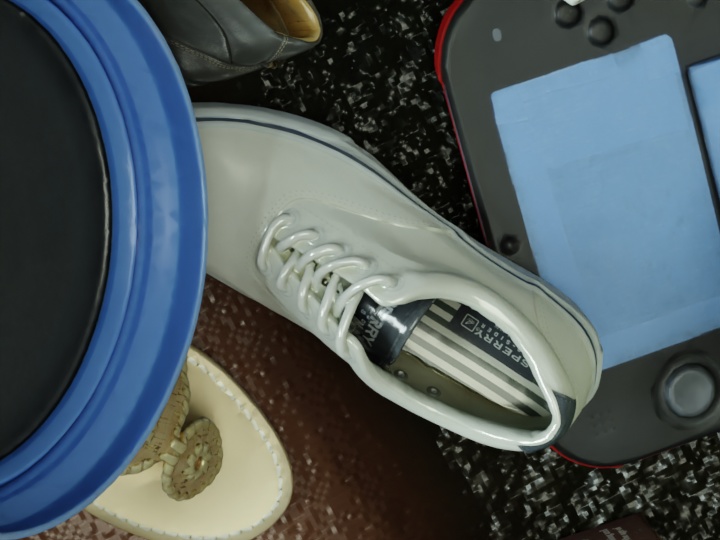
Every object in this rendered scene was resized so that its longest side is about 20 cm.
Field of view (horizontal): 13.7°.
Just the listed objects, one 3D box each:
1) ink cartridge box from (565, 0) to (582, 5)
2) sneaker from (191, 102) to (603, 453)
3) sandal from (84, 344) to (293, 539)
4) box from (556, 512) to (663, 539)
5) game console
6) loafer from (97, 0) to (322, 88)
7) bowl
[{"bbox_3d":[0.047,-0.203,1.047,0.083,0.147,0.200,-32,105,0],"label":"ink cartridge box"},{"bbox_3d":[0.000,0.000,1.109,0.200,0.071,0.073,26,109,-1],"label":"sneaker"},{"bbox_3d":[-0.108,0.040,1.116,0.078,0.070,0.212,-45,106,3],"label":"sandal"},{"bbox_3d":[0.036,0.168,1.153,0.199,0.100,0.075,-16,105,-5],"label":"box"},{"bbox_3d":[0.130,-0.036,1.158,0.176,0.031,0.201,-17,105,-5],"label":"game console"},{"bbox_3d":[-0.073,-0.141,1.038,0.072,0.073,0.200,-3,145,21],"label":"loafer"},{"bbox_3d":[-0.128,-0.011,1.008,0.200,0.039,0.201,-8,100,-53],"label":"bowl"}]
